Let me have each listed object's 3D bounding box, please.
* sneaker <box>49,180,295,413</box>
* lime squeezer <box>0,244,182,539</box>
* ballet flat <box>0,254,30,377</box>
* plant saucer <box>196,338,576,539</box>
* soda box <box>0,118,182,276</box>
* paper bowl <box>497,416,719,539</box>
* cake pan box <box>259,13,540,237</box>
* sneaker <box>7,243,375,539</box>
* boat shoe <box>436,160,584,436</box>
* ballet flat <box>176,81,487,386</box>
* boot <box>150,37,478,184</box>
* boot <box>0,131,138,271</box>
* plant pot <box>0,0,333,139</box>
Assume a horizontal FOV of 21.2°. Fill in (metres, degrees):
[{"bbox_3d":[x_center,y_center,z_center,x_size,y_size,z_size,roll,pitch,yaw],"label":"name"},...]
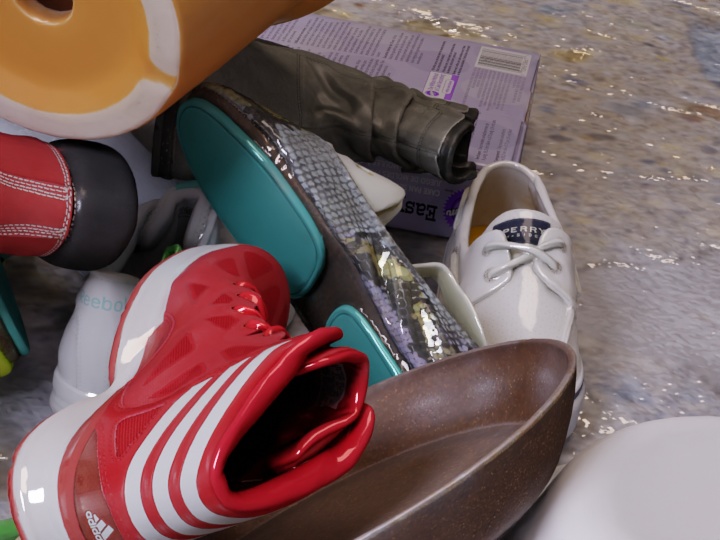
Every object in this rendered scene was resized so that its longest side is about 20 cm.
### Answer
[{"bbox_3d":[-0.073,-0.006,0.859,0.075,0.089,0.200,12,26,12],"label":"sneaker"},{"bbox_3d":[-0.108,0.070,0.722,0.038,0.071,0.200,3,32,36],"label":"lime squeezer"},{"bbox_3d":[-0.191,-0.008,0.871,0.067,0.067,0.200,-24,31,1],"label":"ballet flat"},{"bbox_3d":[-0.010,0.084,0.661,0.200,0.035,0.200,-27,7,4],"label":"plant saucer"},{"bbox_3d":[-0.166,-0.093,0.873,0.068,0.200,0.063,-36,32,8],"label":"soda box"},{"bbox_3d":[0.124,0.124,0.639,0.200,0.105,0.201,6,28,-3],"label":"paper bowl"},{"bbox_3d":[0.003,-0.089,1.089,0.184,0.052,0.200,11,27,3],"label":"cake pan box"},{"bbox_3d":[-0.034,0.042,0.694,0.115,0.079,0.200,-14,25,24],"label":"sneaker"},{"bbox_3d":[0.070,0.007,0.891,0.071,0.070,0.200,8,27,0],"label":"boat shoe"},{"bbox_3d":[0.000,0.000,0.804,0.072,0.072,0.201,-26,79,-48],"label":"ballet flat"},{"bbox_3d":[-0.012,-0.071,0.902,0.130,0.068,0.200,14,14,12],"label":"boot"},{"bbox_3d":[-0.177,-0.039,0.791,0.144,0.073,0.200,5,10,-36],"label":"boot"},{"bbox_3d":[-0.090,-0.155,0.765,0.200,0.201,0.183,15,46,14],"label":"plant pot"}]
